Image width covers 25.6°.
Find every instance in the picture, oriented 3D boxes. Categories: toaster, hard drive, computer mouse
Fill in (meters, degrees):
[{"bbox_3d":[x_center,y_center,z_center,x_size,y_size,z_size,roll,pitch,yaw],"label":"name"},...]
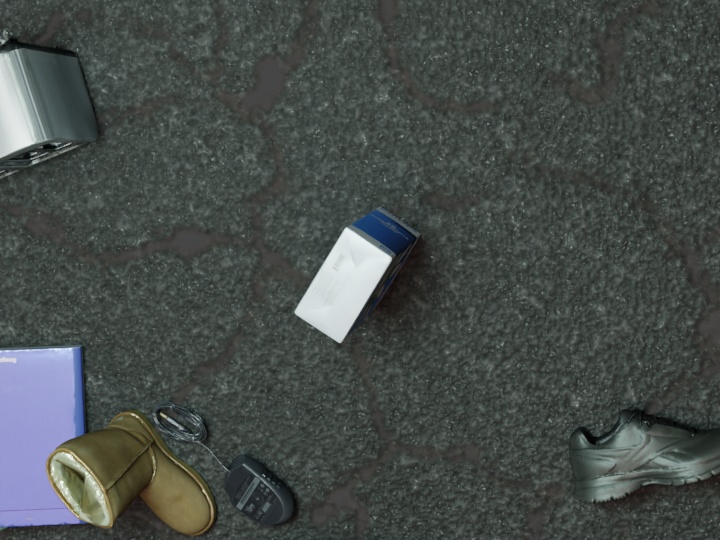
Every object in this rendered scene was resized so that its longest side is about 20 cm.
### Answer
[{"bbox_3d":[-0.396,-0.165,1.689,0.180,0.200,0.120,-21,90,12],"label":"toaster"},{"bbox_3d":[-0.378,0.189,1.803,0.131,0.025,0.202,-2,93,-3],"label":"hard drive"},{"bbox_3d":[-0.153,0.213,1.789,0.200,0.034,0.059,41,119,7],"label":"computer mouse"}]

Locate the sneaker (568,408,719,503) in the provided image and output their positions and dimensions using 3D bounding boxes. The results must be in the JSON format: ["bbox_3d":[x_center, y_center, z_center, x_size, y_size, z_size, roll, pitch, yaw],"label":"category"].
[{"bbox_3d":[0.314,0.186,1.679,0.198,0.076,0.092,-14,88,9],"label":"sneaker"}]

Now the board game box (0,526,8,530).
[{"bbox_3d":[-0.484,0.256,1.850,0.199,0.029,0.136,-22,93,12],"label":"board game box"}]

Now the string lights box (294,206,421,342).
[{"bbox_3d":[0.000,0.000,1.640,0.059,0.200,0.103,33,103,4],"label":"string lights box"}]

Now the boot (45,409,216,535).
[{"bbox_3d":[-0.247,0.242,1.718,0.066,0.200,0.175,-43,89,13],"label":"boot"}]
